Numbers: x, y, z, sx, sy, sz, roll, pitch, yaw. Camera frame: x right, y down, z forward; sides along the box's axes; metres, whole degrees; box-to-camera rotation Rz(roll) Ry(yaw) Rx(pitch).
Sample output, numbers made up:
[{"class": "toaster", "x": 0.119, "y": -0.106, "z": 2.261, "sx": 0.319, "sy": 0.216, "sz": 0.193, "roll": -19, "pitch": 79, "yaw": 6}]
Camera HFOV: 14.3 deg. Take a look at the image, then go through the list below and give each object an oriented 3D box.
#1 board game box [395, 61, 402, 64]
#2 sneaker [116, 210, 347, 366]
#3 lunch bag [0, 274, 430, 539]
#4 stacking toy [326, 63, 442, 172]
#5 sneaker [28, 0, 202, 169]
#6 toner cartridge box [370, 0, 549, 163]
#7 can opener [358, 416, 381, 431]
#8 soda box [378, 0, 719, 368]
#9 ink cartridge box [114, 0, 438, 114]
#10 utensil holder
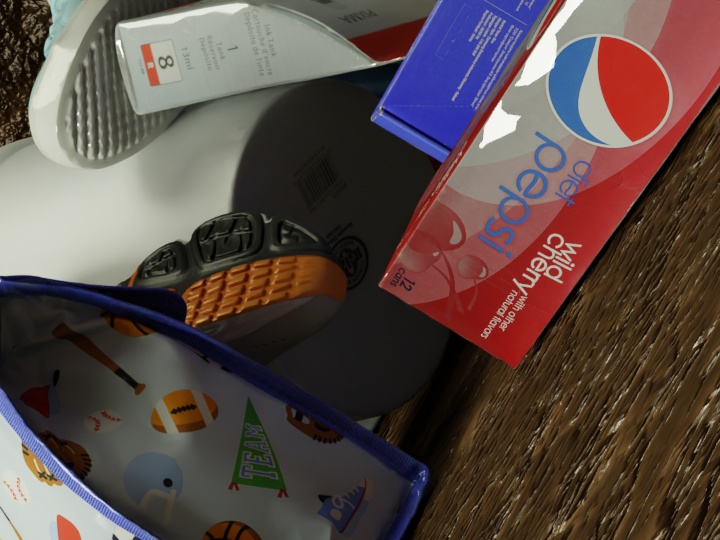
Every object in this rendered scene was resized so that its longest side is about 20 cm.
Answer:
[{"class": "board game box", "x": 0.030, "y": -0.137, "z": 1.554, "sx": 0.200, "sy": 0.134, "sz": 0.034, "roll": 4, "pitch": -107, "yaw": -79}, {"class": "sneaker", "x": -0.075, "y": 0.043, "z": 1.233, "sx": 0.199, "sy": 0.092, "sz": 0.076, "roll": -21, "pitch": 32, "yaw": 34}, {"class": "lunch bag", "x": -0.098, "y": 0.100, "z": 1.155, "sx": 0.170, "sy": 0.199, "sz": 0.124, "roll": -57, "pitch": 5, "yaw": 48}, {"class": "stacking toy", "x": 0.000, "y": 0.000, "z": 1.529, "sx": 0.110, "sy": 0.115, "sz": 0.201, "roll": 46, "pitch": -134, "yaw": -51}, {"class": "sneaker", "x": -0.116, "y": -0.119, "z": 1.327, "sx": 0.082, "sy": 0.074, "sz": 0.200, "roll": -4, "pitch": 41, "yaw": 33}, {"class": "toner cartridge box", "x": 0.094, "y": -0.123, "z": 1.135, "sx": 0.201, "sy": 0.095, "sz": 0.043, "roll": -59, "pitch": 4, "yaw": -4}, {"class": "can opener", "x": -0.038, "y": 0.101, "z": 1.465, "sx": 0.201, "sy": 0.053, "sz": 0.067, "roll": -58, "pitch": 5, "yaw": 14}, {"class": "soda box", "x": 0.083, "y": -0.060, "z": 1.031, "sx": 0.200, "sy": 0.063, "sz": 0.070, "roll": -58, "pitch": 3, "yaw": 39}, {"class": "ink cartridge box", "x": 0.015, "y": -0.118, "z": 1.270, "sx": 0.199, "sy": 0.050, "sz": 0.162, "roll": -12, "pitch": 5, "yaw": 33}, {"class": "utensil holder", "x": -0.077, "y": 0.005, "z": 1.359, "sx": 0.199, "sy": 0.170, "sz": 0.170, "roll": -10, "pitch": 40, "yaw": 40}]
